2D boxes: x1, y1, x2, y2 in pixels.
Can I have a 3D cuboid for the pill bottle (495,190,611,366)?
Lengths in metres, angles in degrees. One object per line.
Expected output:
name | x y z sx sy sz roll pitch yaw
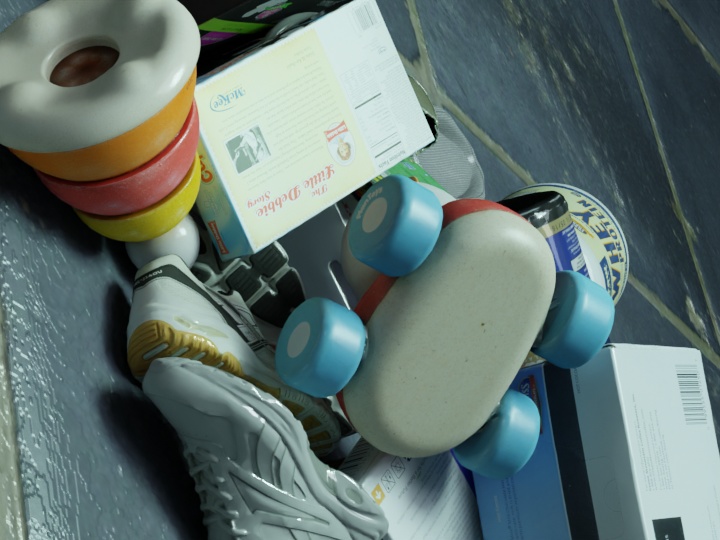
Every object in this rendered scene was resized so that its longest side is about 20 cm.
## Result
pill bottle | 0.143 0.044 1.853 0.112 0.111 0.201 -42 115 -69

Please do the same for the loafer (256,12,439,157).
loafer | -0.005 -0.130 1.632 0.070 0.075 0.200 43 19 33

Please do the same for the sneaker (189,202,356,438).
sneaker | -0.068 0.036 1.561 0.200 0.081 0.083 53 -6 -19

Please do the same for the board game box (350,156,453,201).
board game box | -0.013 -0.099 1.696 0.105 0.024 0.200 15 23 -47

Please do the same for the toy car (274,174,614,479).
toy car | 0.032 0.014 1.516 0.184 0.177 0.200 27 11 -29

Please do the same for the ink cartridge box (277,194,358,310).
ink cartridge box | 0.000 0.000 1.722 0.145 0.084 0.200 63 20 -3

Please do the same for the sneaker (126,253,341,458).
sneaker | -0.078 0.057 1.477 0.200 0.075 0.088 44 29 -46

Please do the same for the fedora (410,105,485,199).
fedora | 0.048 -0.080 1.924 0.200 0.090 0.177 12 55 -65

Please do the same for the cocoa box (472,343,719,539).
cocoa box | 0.167 0.162 1.561 0.133 0.131 0.201 4 73 -54

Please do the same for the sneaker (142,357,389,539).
sneaker | -0.070 0.136 1.393 0.200 0.078 0.099 45 72 -25

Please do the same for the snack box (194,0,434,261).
snack box | -0.042 -0.100 1.526 0.200 0.037 0.117 -33 105 -42

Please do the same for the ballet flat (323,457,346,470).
ballet flat | 0.031 0.162 1.630 0.200 0.072 0.068 27 40 -60

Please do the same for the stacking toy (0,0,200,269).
stacking toy | -0.148 -0.065 1.421 0.146 0.146 0.200 -92 167 -47

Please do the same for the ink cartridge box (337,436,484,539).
ink cartridge box | 0.071 0.174 1.574 0.200 0.043 0.198 60 38 -18

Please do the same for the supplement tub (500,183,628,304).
supplement tub | 0.155 0.009 2.007 0.145 0.145 0.200 63 20 -6

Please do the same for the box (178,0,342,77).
box | -0.112 -0.219 1.603 0.125 0.148 0.200 67 20 3
